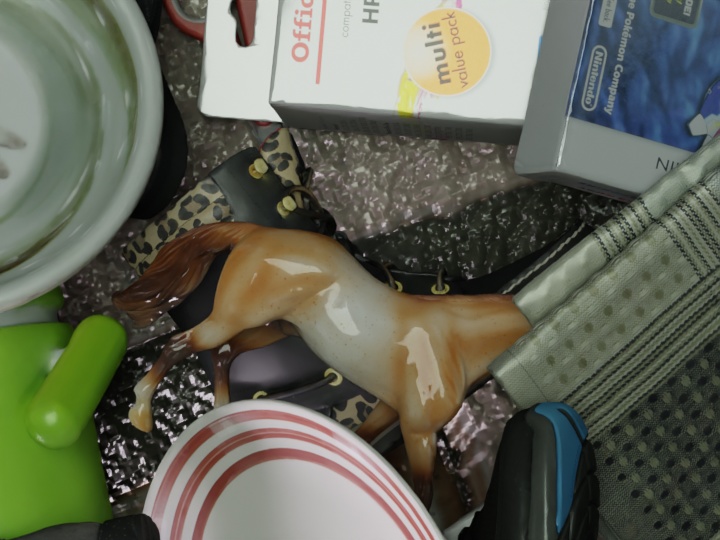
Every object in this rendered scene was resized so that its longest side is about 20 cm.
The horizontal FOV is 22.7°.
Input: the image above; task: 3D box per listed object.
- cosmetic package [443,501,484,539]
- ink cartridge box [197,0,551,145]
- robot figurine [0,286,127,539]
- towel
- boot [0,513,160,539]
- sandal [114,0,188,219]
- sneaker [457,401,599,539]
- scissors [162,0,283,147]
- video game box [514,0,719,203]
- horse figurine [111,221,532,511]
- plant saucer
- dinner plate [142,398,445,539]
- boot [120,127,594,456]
[{"bbox_3d":[0.114,0.184,0.795,0.051,0.083,0.200,-34,83,2],"label":"cosmetic package"},{"bbox_3d":[0.022,-0.123,0.830,0.199,0.068,0.116,4,86,4],"label":"ink cartridge box"},{"bbox_3d":[-0.181,0.073,0.826,0.175,0.116,0.201,-16,83,27],"label":"robot figurine"},{"bbox_3d":[0.167,0.040,0.770,0.200,0.035,0.193,-41,117,-6],"label":"towel"},{"bbox_3d":[-0.142,0.201,0.756,0.131,0.070,0.201,-6,90,-1],"label":"boot"},{"bbox_3d":[-0.121,-0.110,0.857,0.075,0.048,0.201,-41,59,38],"label":"sandal"},{"bbox_3d":[0.044,0.143,0.725,0.082,0.073,0.201,17,109,20],"label":"sneaker"},{"bbox_3d":[-0.057,-0.085,0.873,0.073,0.014,0.201,-6,87,0],"label":"scissors"},{"bbox_3d":[0.174,-0.117,0.787,0.181,0.047,0.201,13,87,-23],"label":"video game box"},{"bbox_3d":[-0.014,0.036,0.768,0.199,0.050,0.133,30,101,6],"label":"horse figurine"},{"bbox_3d":[-0.187,-0.068,0.786,0.199,0.050,0.201,3,73,-8],"label":"plant saucer"},{"bbox_3d":[-0.020,0.149,0.735,0.200,0.024,0.201,14,111,41],"label":"dinner plate"},{"bbox_3d":[0.000,0.000,0.826,0.200,0.073,0.151,-36,87,11],"label":"boot"}]
